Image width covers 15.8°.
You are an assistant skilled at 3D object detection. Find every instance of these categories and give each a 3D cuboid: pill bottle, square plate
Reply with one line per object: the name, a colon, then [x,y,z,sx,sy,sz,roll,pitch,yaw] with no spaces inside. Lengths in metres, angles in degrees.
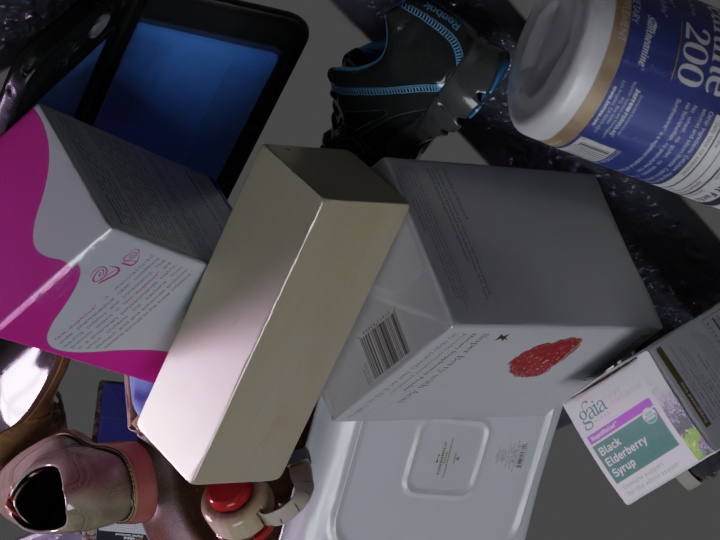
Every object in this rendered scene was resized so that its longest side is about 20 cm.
pill bottle: [0.197,-0.102,1.539,0.199,0.111,0.111,19,136,-19]
square plate: [0.053,0.119,1.748,0.197,0.028,0.201,7,107,-31]

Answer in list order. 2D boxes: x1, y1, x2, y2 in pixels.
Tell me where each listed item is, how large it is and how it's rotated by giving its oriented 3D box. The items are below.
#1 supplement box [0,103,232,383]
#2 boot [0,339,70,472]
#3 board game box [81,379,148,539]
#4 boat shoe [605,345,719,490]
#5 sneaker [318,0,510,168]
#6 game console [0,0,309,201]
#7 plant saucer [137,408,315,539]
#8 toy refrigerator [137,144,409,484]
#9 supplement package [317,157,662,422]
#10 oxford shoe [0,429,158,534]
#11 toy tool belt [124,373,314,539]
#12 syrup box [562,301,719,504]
supplement box: [-0.152,-0.011,1.557,0.101,0.104,0.200,-39,155,15]
boot: [-0.236,0.090,1.826,0.075,0.074,0.200,-2,146,-34]
board game box: [-0.123,0.185,1.892,0.158,0.097,0.200,6,139,-5]
boat shoe: [0.212,0.078,1.789,0.063,0.073,0.200,-29,136,11]
sneaker: [0.011,-0.098,1.599,0.082,0.073,0.200,41,131,-5]
game console: [-0.146,-0.077,1.583,0.116,0.176,0.200,35,135,5]
plant saucer: [-0.056,0.139,1.776,0.199,0.202,0.037,5,177,-4]
toy refrigerator: [-0.055,0.026,1.542,0.076,0.070,0.201,1,122,-46]
supplement package: [0.068,0.014,1.614,0.199,0.120,0.121,1,148,-45]
oxford shoe: [-0.212,0.145,1.748,0.074,0.071,0.200,-8,176,-32]
toy tool belt: [-0.105,0.069,1.684,0.124,0.201,0.123,-19,138,10]
syrup box: [0.222,0.073,1.675,0.079,0.200,0.082,-37,84,36]
